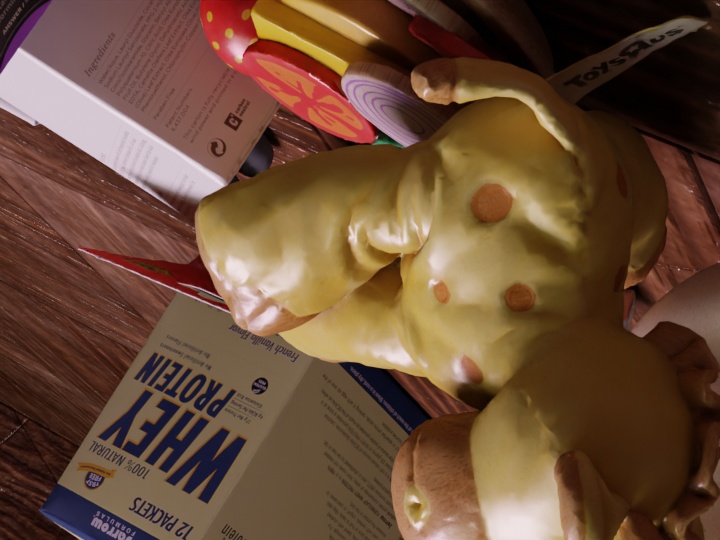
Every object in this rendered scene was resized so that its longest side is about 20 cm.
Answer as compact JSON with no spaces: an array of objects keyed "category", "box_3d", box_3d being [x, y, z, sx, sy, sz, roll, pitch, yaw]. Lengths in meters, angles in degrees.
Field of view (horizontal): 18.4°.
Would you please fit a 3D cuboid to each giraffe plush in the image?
[{"category":"giraffe plush","box_3d":[0.057,0.032,0.734,0.171,0.164,0.200,-2,160,-38]}]

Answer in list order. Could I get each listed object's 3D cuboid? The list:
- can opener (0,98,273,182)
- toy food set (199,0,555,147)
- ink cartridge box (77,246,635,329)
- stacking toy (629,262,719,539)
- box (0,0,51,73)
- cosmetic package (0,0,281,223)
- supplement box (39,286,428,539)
[{"category":"can opener","box_3d":[-0.140,-0.093,1.135,0.199,0.054,0.067,27,168,18]},{"category":"toy food set","box_3d":[-0.011,-0.096,0.816,0.197,0.049,0.200,29,167,14]},{"category":"ink cartridge box","box_3d":[0.000,0.000,0.988,0.162,0.051,0.199,21,-173,43]},{"category":"stacking toy","box_3d":[0.160,0.056,0.891,0.146,0.147,0.200,32,-174,-2]},{"category":"box","box_3d":[-0.181,-0.168,0.785,0.106,0.123,0.200,27,166,27]},{"category":"cosmetic package","box_3d":[-0.126,-0.112,0.954,0.199,0.085,0.108,34,168,-6]},{"category":"supplement box","box_3d":[-0.073,0.141,1.523,0.134,0.201,0.200,22,164,37]}]
